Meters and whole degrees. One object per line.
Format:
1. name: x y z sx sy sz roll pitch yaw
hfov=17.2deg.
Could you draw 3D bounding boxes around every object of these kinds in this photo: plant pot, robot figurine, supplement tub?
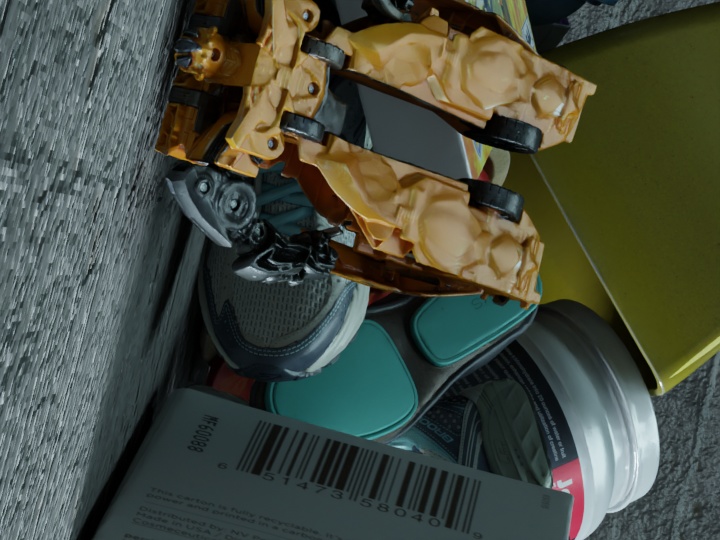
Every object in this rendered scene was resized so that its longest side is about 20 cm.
1. plant pot: 0.176 -0.054 1.400 0.200 0.176 0.200 60 -10 0
2. robot figurine: 0.002 -0.056 0.921 0.058 0.200 0.145 10 -98 50
3. supplement tub: 0.050 0.106 1.316 0.140 0.200 0.141 46 -32 41

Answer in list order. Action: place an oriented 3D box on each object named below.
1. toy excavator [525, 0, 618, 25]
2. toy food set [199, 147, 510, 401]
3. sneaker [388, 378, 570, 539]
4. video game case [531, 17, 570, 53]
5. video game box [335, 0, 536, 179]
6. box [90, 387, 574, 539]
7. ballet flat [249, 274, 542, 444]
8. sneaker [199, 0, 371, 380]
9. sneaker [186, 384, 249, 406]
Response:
1. toy excavator: 0.076 -0.194 1.414 0.200 0.100 0.195 -45 -141 18
2. toy food set: 0.000 0.000 1.238 0.198 0.049 0.200 -31 162 -14
3. sneaker: 0.062 0.152 1.182 0.078 0.086 0.200 93 -17 -55
4. video game case: 0.060 -0.175 1.556 0.181 0.036 0.200 -55 -143 42
5. video game box: 0.025 -0.156 1.050 0.182 0.047 0.200 -59 137 -61
6. box: -0.025 0.183 1.037 0.200 0.199 0.172 -66 171 -69
7. ballet flat: 0.010 0.047 1.191 0.200 0.073 0.073 -29 145 -39
8. sneaker: -0.034 -0.049 1.049 0.086 0.077 0.200 76 18 -60
9. sneaker: -0.072 0.134 1.222 0.200 0.077 0.082 94 20 -57
